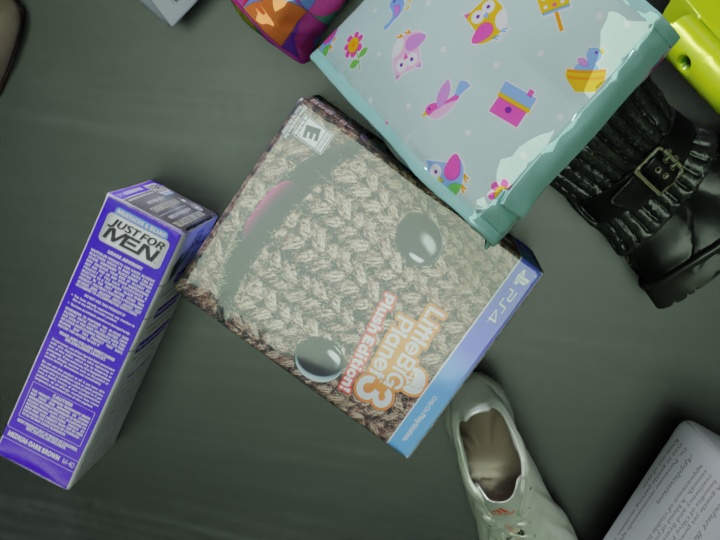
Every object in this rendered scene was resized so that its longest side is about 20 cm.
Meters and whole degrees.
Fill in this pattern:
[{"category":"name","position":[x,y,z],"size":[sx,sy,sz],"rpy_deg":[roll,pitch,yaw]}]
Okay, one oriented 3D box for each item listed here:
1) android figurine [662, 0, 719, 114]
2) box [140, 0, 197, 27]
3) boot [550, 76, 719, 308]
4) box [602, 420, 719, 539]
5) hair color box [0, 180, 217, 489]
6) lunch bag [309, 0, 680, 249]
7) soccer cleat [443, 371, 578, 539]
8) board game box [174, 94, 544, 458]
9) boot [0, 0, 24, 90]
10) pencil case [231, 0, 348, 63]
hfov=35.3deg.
[{"category":"android figurine","position":[0.276,-0.141,0.722],"size":[0.181,0.041,0.201],"rpy_deg":[-19,63,-26]},{"category":"box","position":[-0.145,-0.282,0.733],"size":[0.156,0.041,0.200],"rpy_deg":[-44,129,9]},{"category":"boot","position":[0.233,-0.092,0.772],"size":[0.211,0.079,0.158],"rpy_deg":[-39,95,9]},{"category":"box","position":[0.272,0.254,0.769],"size":[0.199,0.171,0.200],"rpy_deg":[29,100,-12]},{"category":"hair color box","position":[-0.178,0.041,0.807],"size":[0.064,0.109,0.201],"rpy_deg":[28,100,0]},{"category":"lunch bag","position":[0.088,-0.126,0.713],"size":[0.171,0.200,0.122],"rpy_deg":[-47,134,9]},{"category":"soccer cleat","position":[0.109,0.170,0.823],"size":[0.069,0.078,0.202],"rpy_deg":[-23,103,7]},{"category":"board game box","position":[0.000,0.000,0.795],"size":[0.199,0.097,0.160],"rpy_deg":[35,100,-2]},{"category":"boot","position":[-0.323,-0.115,0.771],"size":[0.070,0.146,0.200],"rpy_deg":[41,99,-2]},{"category":"pencil case","position":[-0.005,-0.237,0.762],"size":[0.088,0.088,0.200],"rpy_deg":[44,100,-4]}]
